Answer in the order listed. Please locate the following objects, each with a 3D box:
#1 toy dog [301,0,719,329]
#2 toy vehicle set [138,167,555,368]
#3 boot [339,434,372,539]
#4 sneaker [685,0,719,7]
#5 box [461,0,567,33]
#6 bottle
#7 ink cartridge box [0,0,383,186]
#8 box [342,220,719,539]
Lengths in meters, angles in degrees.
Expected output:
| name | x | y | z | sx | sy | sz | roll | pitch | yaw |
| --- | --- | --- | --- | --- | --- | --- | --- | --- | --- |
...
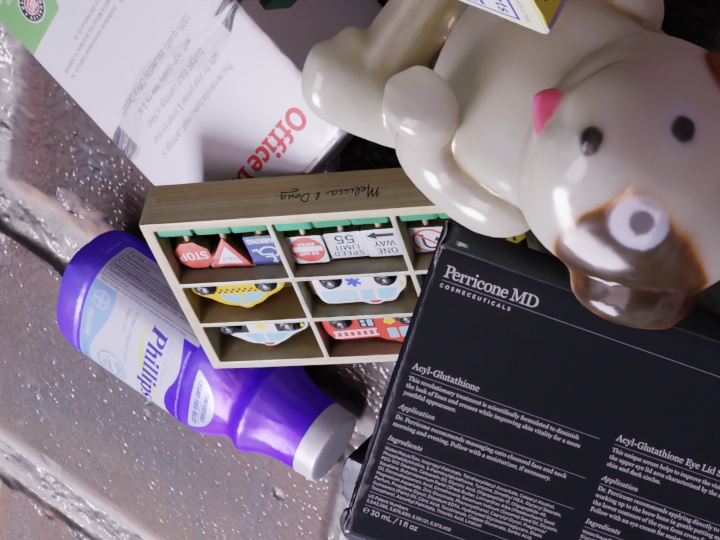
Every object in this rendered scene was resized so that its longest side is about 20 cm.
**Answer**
| name | x | y | z | sx | sy | sz | roll | pitch | yaw |
| --- | --- | --- | --- | --- | --- | --- | --- | --- | --- |
| toy dog | 0.088 | -0.057 | 0.714 | 0.194 | 0.140 | 0.200 | 41 | -175 | -31 |
| toy vehicle set | 0.000 | 0.000 | 0.888 | 0.198 | 0.027 | 0.125 | -4 | 141 | 17 |
| boot | 0.073 | 0.198 | 1.026 | 0.199 | 0.066 | 0.166 | 25 | 125 | 20 |
| sneaker | 0.107 | -0.208 | 0.694 | 0.201 | 0.067 | 0.108 | 44 | 138 | 0 |
| box | 0.017 | -0.214 | 0.637 | 0.199 | 0.177 | 0.097 | 27 | 173 | 26 |
| bottle | -0.095 | 0.056 | 1.065 | 0.199 | 0.065 | 0.084 | 33 | 136 | 17 |
| ink cartridge box | -0.085 | -0.127 | 0.904 | 0.200 | 0.084 | 0.146 | 47 | 139 | 1 |
| box | 0.109 | 0.078 | 0.801 | 0.198 | 0.079 | 0.142 | 19 | 103 | 1 |
